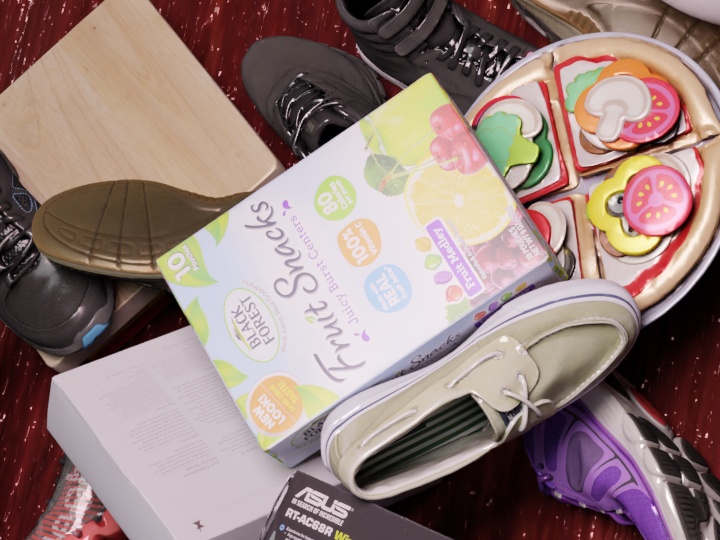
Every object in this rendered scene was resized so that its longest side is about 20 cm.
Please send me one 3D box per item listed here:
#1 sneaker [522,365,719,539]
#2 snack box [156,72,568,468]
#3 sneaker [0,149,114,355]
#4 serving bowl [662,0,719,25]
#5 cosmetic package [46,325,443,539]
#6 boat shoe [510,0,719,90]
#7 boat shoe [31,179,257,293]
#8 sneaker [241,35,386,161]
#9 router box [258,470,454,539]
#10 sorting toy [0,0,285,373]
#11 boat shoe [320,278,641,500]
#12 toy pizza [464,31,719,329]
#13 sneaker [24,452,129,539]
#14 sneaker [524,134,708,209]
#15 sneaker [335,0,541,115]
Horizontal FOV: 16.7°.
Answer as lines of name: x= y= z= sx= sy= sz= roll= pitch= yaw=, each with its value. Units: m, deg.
sneaker: x=0.147 y=0.118 z=1.438 sx=0.084 sy=0.080 sz=0.200 roll=-51 pitch=47 yaw=15
snack box: x=0.000 y=0.000 z=1.431 sx=0.200 sy=0.053 sz=0.143 roll=-34 pitch=66 yaw=6
sneaker: x=-0.234 y=-0.023 z=1.576 sx=0.073 sy=0.082 sz=0.200 roll=-44 pitch=59 yaw=0
serving bowl: x=0.242 y=-0.215 z=1.504 sx=0.199 sy=0.066 sz=0.201 roll=1 pitch=50 yaw=-1
cosmetic package: x=-0.067 y=0.097 z=1.482 sx=0.199 sy=0.052 sz=0.151 roll=-20 pitch=50 yaw=-30
boat shoe: x=0.166 y=-0.153 z=1.538 sx=0.200 sy=0.065 sz=0.073 roll=41 pitch=88 yaw=14
boat shoe: x=-0.103 y=-0.012 z=1.530 sx=0.200 sy=0.066 sz=0.072 roll=0 pitch=55 yaw=3
sneaker: x=-0.017 y=-0.095 z=1.579 sx=0.200 sy=0.091 sz=0.076 roll=42 pitch=103 yaw=34
router box: x=0.057 y=0.193 z=1.390 sx=0.199 sy=0.150 sz=0.062 roll=21 pitch=79 yaw=31
sorting toy: x=-0.165 y=-0.055 z=1.647 sx=0.199 sy=0.070 sz=0.200 roll=-41 pitch=58 yaw=4
boat shoe: x=0.073 y=0.074 z=1.377 sx=0.199 sy=0.072 sz=0.062 roll=-29 pitch=29 yaw=-1
toy pizza: x=0.128 y=-0.051 z=1.450 sx=0.199 sy=0.032 sz=0.201 roll=-11 pitch=67 yaw=27
sneaker: x=-0.163 y=0.142 z=1.562 sx=0.200 sy=0.071 sz=0.098 roll=-45 pitch=58 yaw=-1
sneaker: x=0.151 y=-0.026 z=1.491 sx=0.199 sy=0.075 sz=0.091 roll=-21 pitch=68 yaw=24
sneaker: x=0.061 y=-0.140 z=1.560 sx=0.200 sy=0.099 sz=0.071 roll=28 pitch=81 yaw=30
